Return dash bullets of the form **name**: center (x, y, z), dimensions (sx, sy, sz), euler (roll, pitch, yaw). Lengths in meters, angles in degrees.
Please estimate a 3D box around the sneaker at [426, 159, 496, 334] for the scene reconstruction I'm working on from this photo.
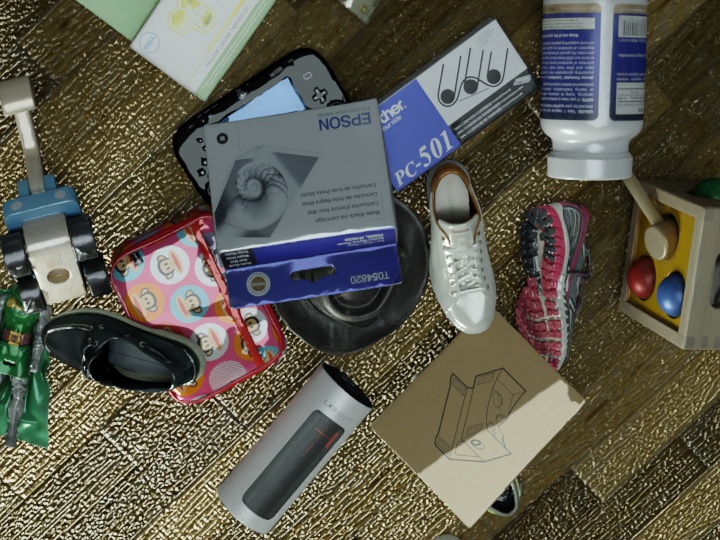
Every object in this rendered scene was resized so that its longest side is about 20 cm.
- **sneaker**: center (0.109, -0.022, 1.634), dimensions (0.072, 0.085, 0.202), euler (-13, 96, 3)

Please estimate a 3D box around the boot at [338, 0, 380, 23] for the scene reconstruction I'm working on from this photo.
- **boot**: center (0.049, -0.332, 1.574), dimensions (0.199, 0.072, 0.155), euler (32, 98, -6)

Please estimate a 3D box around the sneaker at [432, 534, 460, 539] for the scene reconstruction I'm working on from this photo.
- **sneaker**: center (0.066, 0.422, 1.736), dimensions (0.073, 0.116, 0.201), euler (29, 101, -13)

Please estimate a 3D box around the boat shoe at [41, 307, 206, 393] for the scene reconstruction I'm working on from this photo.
- **boat shoe**: center (-0.271, 0.095, 1.584), dimensions (0.197, 0.066, 0.075), euler (15, 118, 14)

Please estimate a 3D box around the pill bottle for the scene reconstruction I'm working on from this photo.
- **pill bottle**: center (0.254, -0.203, 1.591), dimensions (0.114, 0.116, 0.202), euler (0, 98, -5)

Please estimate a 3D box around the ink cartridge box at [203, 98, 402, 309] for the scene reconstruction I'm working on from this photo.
- **ink cartridge box**: center (-0.063, -0.072, 1.566), dimensions (0.197, 0.041, 0.202), euler (-9, 82, 2)

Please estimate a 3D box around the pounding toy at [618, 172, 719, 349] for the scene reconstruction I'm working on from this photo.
- **pounding toy**: center (0.357, -0.034, 1.630), dimensions (0.141, 0.184, 0.202), euler (1, 104, -18)

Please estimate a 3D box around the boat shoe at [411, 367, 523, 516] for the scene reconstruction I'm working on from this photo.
- **boat shoe**: center (0.129, 0.203, 1.715), dimensions (0.072, 0.060, 0.203), euler (-33, 103, 5)

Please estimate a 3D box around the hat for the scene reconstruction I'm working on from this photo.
- **hat**: center (0.000, 0.000, 1.622), dimensions (0.198, 0.081, 0.203), euler (-1, 94, -20)

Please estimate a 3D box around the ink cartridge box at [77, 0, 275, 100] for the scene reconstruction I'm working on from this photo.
- **ink cartridge box**: center (-0.208, -0.302, 1.571), dimensions (0.199, 0.048, 0.146), euler (35, 99, -15)

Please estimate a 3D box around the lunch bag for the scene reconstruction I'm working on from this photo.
- **lunch bag**: center (-0.173, 0.033, 1.642), dimensions (0.175, 0.082, 0.201), euler (-26, 106, -3)

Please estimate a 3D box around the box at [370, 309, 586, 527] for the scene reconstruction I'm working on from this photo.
- **box**: center (0.137, 0.166, 1.671), dimensions (0.163, 0.021, 0.200), euler (44, 86, 7)

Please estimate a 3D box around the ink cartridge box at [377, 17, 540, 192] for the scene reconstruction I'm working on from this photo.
- **ink cartridge box**: center (0.094, -0.186, 1.626), dimensions (0.199, 0.044, 0.094), euler (-35, 102, 4)

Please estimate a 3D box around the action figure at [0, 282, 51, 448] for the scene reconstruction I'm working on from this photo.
- **action figure**: center (-0.396, 0.097, 1.649), dimensions (0.117, 0.055, 0.202), euler (12, 98, -5)

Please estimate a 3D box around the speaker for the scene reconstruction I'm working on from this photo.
- **speaker**: center (-0.075, 0.205, 1.689), dimensions (0.081, 0.081, 0.200), euler (39, 97, -13)

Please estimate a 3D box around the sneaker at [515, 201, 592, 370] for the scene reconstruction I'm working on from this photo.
- **sneaker**: center (0.232, 0.020, 1.676), dimensions (0.074, 0.080, 0.202), euler (-13, 115, -33)

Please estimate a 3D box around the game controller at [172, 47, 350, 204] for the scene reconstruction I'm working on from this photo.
- **game controller**: center (-0.109, -0.159, 1.616), dimensions (0.199, 0.042, 0.105), euler (-33, 104, 3)

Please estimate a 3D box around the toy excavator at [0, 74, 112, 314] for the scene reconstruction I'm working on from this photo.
- **toy excavator**: center (-0.351, -0.084, 1.586), dimensions (0.099, 0.201, 0.195), euler (-15, 141, -8)
